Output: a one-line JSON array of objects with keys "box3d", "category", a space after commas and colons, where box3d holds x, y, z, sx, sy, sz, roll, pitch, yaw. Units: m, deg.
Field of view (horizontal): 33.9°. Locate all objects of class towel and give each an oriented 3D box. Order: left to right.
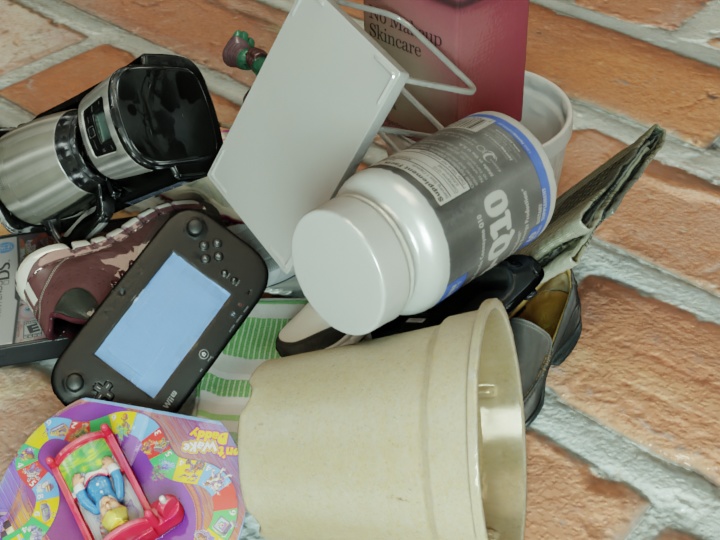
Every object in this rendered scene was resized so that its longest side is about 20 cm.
[{"box3d": [-0.071, 0.091, 1.028, 0.150, 0.024, 0.201, 0, 37, 2], "category": "towel"}, {"box3d": [0.181, -0.035, 1.069, 0.035, 0.200, 0.192, 48, 47, -1], "category": "towel"}]

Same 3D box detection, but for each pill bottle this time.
[{"box3d": [0.049, -0.036, 0.889, 0.113, 0.115, 0.199, 28, 42, 34], "category": "pill bottle"}]

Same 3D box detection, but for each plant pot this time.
[{"box3d": [0.016, 0.127, 0.857, 0.181, 0.203, 0.202, -4, 35, 16], "category": "plant pot"}]

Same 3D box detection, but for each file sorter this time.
[{"box3d": [-0.014, -0.118, 1.033, 0.124, 0.201, 0.139, 2, 38, -47], "category": "file sorter"}]

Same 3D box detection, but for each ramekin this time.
[{"box3d": [0.119, -0.123, 1.230, 0.197, 0.106, 0.201, -2, 36, 1], "category": "ramekin"}]

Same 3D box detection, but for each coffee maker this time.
[{"box3d": [-0.233, -0.126, 1.130, 0.198, 0.136, 0.192, -17, 21, 32], "category": "coffee maker"}]

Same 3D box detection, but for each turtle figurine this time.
[{"box3d": [-0.072, -0.213, 1.329, 0.100, 0.152, 0.199, -24, 28, -35], "category": "turtle figurine"}]

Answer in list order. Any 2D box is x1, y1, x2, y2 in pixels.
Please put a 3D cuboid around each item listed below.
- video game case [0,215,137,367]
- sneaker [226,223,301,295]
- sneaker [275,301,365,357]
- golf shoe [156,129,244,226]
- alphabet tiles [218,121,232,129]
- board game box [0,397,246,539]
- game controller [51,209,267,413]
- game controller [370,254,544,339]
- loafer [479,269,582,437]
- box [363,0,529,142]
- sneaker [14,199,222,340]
[{"box3d": [-0.260, 0.013, 1.139, 0.197, 0.026, 0.182, -9, 37, -8], "category": "video game case"}, {"box3d": [-0.076, -0.005, 1.111, 0.198, 0.071, 0.073, -17, 50, -31], "category": "sneaker"}, {"box3d": [0.000, 0.000, 1.009, 0.199, 0.080, 0.074, -40, 27, 1], "category": "sneaker"}, {"box3d": [-0.129, -0.092, 1.205, 0.198, 0.093, 0.075, 21, 5, 26], "category": "golf shoe"}, {"box3d": [-0.182, -0.166, 1.294, 0.197, 0.008, 0.167, 10, 6, -4], "category": "alphabet tiles"}, {"box3d": [-0.184, 0.166, 0.875, 0.197, 0.039, 0.160, 9, 60, 12], "category": "board game box"}, {"box3d": [-0.166, 0.047, 0.992, 0.104, 0.042, 0.201, 33, 71, 8], "category": "game controller"}, {"box3d": [0.076, 0.029, 1.005, 0.105, 0.042, 0.200, -49, 15, -17], "category": "game controller"}, {"box3d": [0.132, 0.069, 1.004, 0.072, 0.073, 0.200, 16, 42, 21], "category": "loafer"}, {"box3d": [0.080, -0.231, 1.120, 0.127, 0.202, 0.108, 29, 46, 36], "category": "box"}, {"box3d": [-0.203, 0.015, 1.067, 0.198, 0.076, 0.116, -22, 50, -15], "category": "sneaker"}]
